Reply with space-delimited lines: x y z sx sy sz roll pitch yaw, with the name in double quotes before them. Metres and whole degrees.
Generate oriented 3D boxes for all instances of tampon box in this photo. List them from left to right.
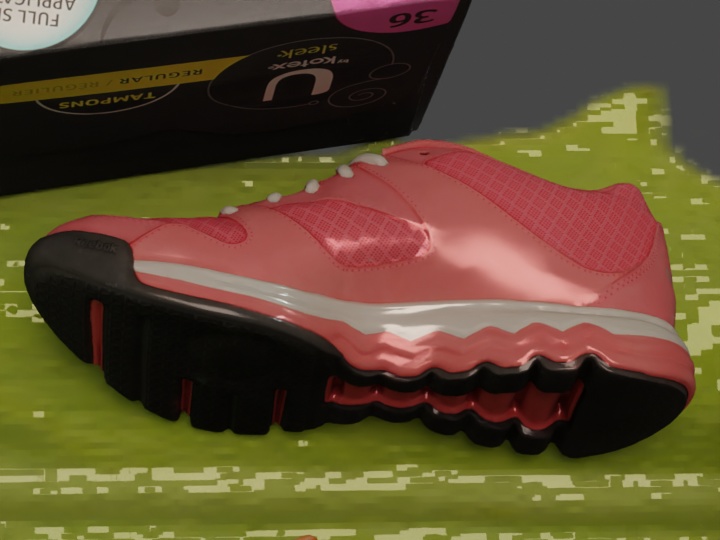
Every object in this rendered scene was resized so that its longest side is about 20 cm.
"tampon box" -0.064 -0.141 0.856 0.149 0.126 0.201 -9 76 -9

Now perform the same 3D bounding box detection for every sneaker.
"sneaker" 0.000 0.000 0.864 0.199 0.074 0.087 8 60 -8

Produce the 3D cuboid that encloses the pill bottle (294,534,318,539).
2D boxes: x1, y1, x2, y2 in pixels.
"pill bottle" 0.019 0.170 0.788 0.106 0.106 0.200 -36 82 -15
